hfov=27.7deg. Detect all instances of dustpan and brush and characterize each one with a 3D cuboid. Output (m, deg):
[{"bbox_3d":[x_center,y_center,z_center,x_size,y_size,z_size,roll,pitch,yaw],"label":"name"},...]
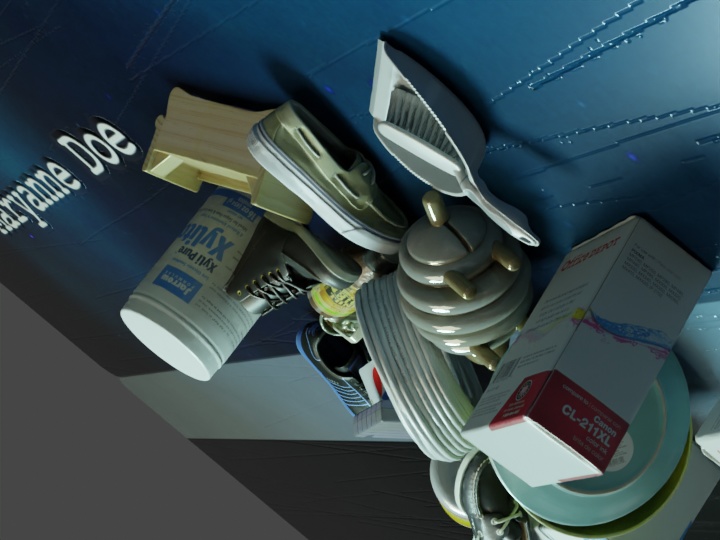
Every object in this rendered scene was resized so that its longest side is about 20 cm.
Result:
[{"bbox_3d":[0.078,-0.093,1.230,0.200,0.057,0.140,33,160,10],"label":"dustpan and brush"}]

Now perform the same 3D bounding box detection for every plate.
[{"bbox_3d":[0.208,0.133,1.313,0.200,0.200,0.026,41,174,-12],"label":"plate"}]

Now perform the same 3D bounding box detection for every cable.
[{"bbox_3d":[0.062,0.095,1.461,0.201,0.069,0.200,65,-171,2],"label":"cable"}]

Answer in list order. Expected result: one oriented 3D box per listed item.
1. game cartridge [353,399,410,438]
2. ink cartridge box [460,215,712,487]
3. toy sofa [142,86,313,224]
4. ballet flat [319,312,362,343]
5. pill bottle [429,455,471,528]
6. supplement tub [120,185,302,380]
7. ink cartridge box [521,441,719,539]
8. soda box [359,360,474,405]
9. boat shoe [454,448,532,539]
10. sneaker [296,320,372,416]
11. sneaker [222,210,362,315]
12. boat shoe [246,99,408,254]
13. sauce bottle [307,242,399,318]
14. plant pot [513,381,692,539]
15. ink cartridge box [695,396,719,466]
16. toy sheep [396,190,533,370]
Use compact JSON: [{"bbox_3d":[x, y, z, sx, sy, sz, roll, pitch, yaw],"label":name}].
[{"bbox_3d":[0.103,0.172,1.677,0.199,0.039,0.130,4,161,-14],"label":"game cartridge"},{"bbox_3d":[0.186,0.070,1.210,0.083,0.200,0.146,36,161,-6],"label":"ink cartridge box"},{"bbox_3d":[-0.126,-0.120,1.510,0.199,0.098,0.083,17,177,43],"label":"toy sofa"},{"bbox_3d":[0.020,0.058,1.659,0.067,0.064,0.200,45,158,-24],"label":"ballet flat"},{"bbox_3d":[0.135,0.239,1.666,0.104,0.104,0.200,32,171,13],"label":"pill bottle"},{"bbox_3d":[-0.161,0.009,1.650,0.132,0.200,0.132,31,159,13],"label":"supplement tub"},{"bbox_3d":[0.262,0.241,1.541,0.084,0.145,0.200,42,160,-14],"label":"ink cartridge box"},{"bbox_3d":[0.061,0.114,1.681,0.064,0.068,0.200,67,161,8],"label":"soda box"},{"bbox_3d":[0.145,0.264,1.520,0.060,0.074,0.201,40,146,47],"label":"boat shoe"},{"bbox_3d":[0.001,0.141,1.868,0.200,0.070,0.078,42,166,-12],"label":"sneaker"},{"bbox_3d":[-0.071,0.010,1.508,0.075,0.107,0.200,33,180,-26],"label":"sneaker"},{"bbox_3d":[-0.019,-0.086,1.402,0.200,0.072,0.062,35,119,-29],"label":"boat shoe"},{"bbox_3d":[0.000,0.000,1.560,0.065,0.065,0.200,38,155,-5],"label":"sauce bottle"},{"bbox_3d":[0.199,0.148,1.432,0.187,0.187,0.200,40,176,-9],"label":"plant pot"},{"bbox_3d":[0.393,0.144,1.198,0.144,0.085,0.200,40,159,-7],"label":"ink cartridge box"},{"bbox_3d":[0.096,0.008,1.333,0.138,0.138,0.201,19,140,39],"label":"toy sheep"}]
